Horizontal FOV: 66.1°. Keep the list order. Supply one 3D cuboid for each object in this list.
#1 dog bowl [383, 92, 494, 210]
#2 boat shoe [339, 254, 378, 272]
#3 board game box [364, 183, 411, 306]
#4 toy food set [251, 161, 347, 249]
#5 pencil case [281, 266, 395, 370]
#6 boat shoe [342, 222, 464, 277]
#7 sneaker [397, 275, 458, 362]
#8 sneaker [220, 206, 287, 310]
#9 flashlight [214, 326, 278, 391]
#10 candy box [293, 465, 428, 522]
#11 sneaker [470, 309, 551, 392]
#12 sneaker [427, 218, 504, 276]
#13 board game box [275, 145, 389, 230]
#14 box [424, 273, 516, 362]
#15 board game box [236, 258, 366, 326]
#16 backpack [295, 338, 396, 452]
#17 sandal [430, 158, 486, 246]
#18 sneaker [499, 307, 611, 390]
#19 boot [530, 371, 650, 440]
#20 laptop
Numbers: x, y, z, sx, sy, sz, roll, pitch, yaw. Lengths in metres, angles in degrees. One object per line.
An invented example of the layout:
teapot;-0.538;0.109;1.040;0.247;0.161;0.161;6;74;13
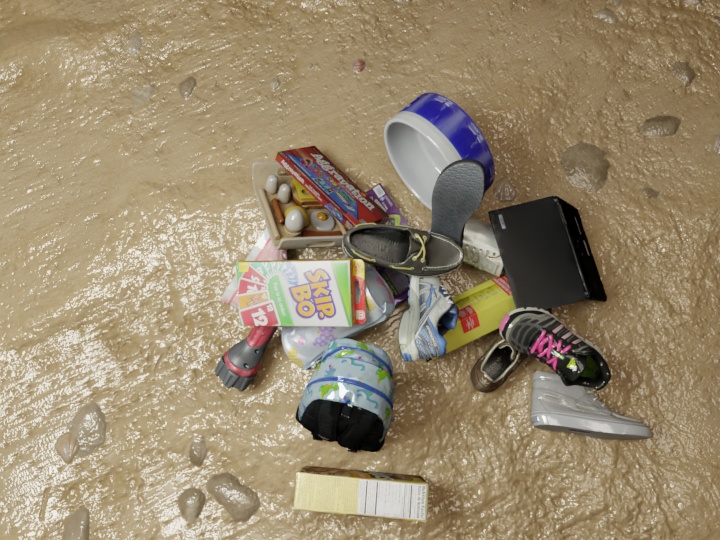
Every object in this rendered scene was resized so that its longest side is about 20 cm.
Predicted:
dog bowl;0.131;-0.192;0.939;0.078;0.201;0.201;-40;79;-13
boat shoe;0.000;0.000;0.935;0.198;0.075;0.073;-33;81;22
board game box;0.041;-0.042;0.989;0.118;0.032;0.203;-31;78;-11
toy food set;-0.094;-0.116;0.938;0.140;0.061;0.203;-4;49;-26
pencil case;-0.039;0.078;0.885;0.198;0.082;0.092;-36;46;23
boat shoe;0.069;-0.031;0.853;0.195;0.061;0.074;6;86;-3
sneaker;0.118;0.062;0.880;0.083;0.078;0.203;0;46;18
sneaker;-0.149;-0.006;0.961;0.103;0.075;0.203;32;69;-8
flashlight;-0.162;0.096;0.889;0.067;0.068;0.203;23;109;-29
candy box;0.001;0.339;0.846;0.193;0.116;0.057;4;76;1
sneaker;0.262;0.123;0.922;0.070;0.076;0.201;38;79;9
sneaker;0.204;-0.035;0.948;0.193;0.074;0.086;0;47;-4
board game box;-0.048;-0.143;0.953;0.200;0.020;0.102;44;34;16
box;0.179;0.077;0.930;0.195;0.076;0.051;-23;117;-5
board game box;-0.089;0.034;0.824;0.193;0.030;0.099;-1;96;9
backpack;-0.018;0.193;0.840;0.159;0.201;0.158;19;75;6
sandal;0.145;-0.098;0.867;0.074;0.203;0.043;22;51;9
sneaker;0.305;0.124;0.847;0.196;0.088;0.075;28;106;-13
boot;0.375;0.217;0.902;0.194;0.074;0.098;10;67;-5
laptop;0.324;-0.022;0.945;0.102;0.198;0.182;-22;74;33
